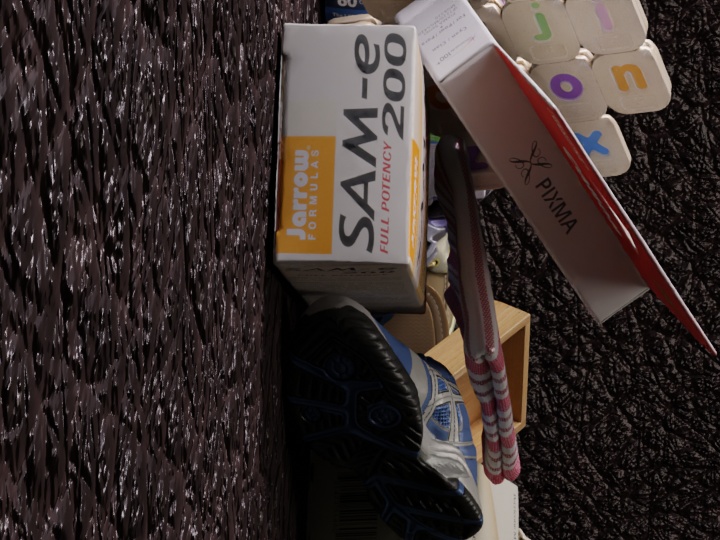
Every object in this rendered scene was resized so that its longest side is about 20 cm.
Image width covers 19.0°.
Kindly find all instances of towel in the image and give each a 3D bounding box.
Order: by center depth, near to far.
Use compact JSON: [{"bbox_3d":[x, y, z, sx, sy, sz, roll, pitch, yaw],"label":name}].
[{"bbox_3d":[0.069,0.029,1.330,0.200,0.030,0.147,75,5,-61],"label":"towel"}]

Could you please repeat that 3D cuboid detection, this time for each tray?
[{"bbox_3d":[0.049,0.110,1.516,0.200,0.037,0.099,-34,135,-42],"label":"tray"}]

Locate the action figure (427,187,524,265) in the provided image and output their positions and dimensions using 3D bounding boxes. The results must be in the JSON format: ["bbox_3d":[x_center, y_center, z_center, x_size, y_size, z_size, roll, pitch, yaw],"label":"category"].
[{"bbox_3d":[0.089,-0.072,1.519,0.070,0.199,0.130,54,-9,29],"label":"action figure"}]

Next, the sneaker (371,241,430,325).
[{"bbox_3d":[0.000,0.000,1.370,0.079,0.066,0.200,-61,-178,2],"label":"sneaker"}]

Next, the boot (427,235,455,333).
[{"bbox_3d":[0.042,-0.034,1.752,0.155,0.071,0.202,42,45,-85],"label":"boot"}]

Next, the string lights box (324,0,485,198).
[{"bbox_3d":[0.031,-0.139,1.348,0.059,0.102,0.201,-82,173,-45],"label":"string lights box"}]

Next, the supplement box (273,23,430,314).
[{"bbox_3d":[0.000,-0.049,1.175,0.200,0.073,0.127,60,31,-81],"label":"supplement box"}]

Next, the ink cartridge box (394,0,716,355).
[{"bbox_3d":[0.106,-0.048,1.201,0.200,0.045,0.177,53,5,-33],"label":"ink cartridge box"}]

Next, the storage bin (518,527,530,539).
[{"bbox_3d":[0.098,0.318,1.465,0.094,0.198,0.200,41,13,-38],"label":"storage bin"}]

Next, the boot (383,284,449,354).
[{"bbox_3d":[0.025,0.095,1.632,0.155,0.073,0.202,-62,164,-80],"label":"boot"}]

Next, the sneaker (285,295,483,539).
[{"bbox_3d":[0.013,0.076,1.232,0.201,0.075,0.078,61,26,-44],"label":"sneaker"}]

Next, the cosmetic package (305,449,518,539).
[{"bbox_3d":[0.037,0.170,1.389,0.200,0.072,0.105,33,56,-61],"label":"cosmetic package"}]

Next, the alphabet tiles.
[{"bbox_3d":[0.079,-0.122,1.273,0.196,0.198,0.015,59,37,-41],"label":"alphabet tiles"}]
